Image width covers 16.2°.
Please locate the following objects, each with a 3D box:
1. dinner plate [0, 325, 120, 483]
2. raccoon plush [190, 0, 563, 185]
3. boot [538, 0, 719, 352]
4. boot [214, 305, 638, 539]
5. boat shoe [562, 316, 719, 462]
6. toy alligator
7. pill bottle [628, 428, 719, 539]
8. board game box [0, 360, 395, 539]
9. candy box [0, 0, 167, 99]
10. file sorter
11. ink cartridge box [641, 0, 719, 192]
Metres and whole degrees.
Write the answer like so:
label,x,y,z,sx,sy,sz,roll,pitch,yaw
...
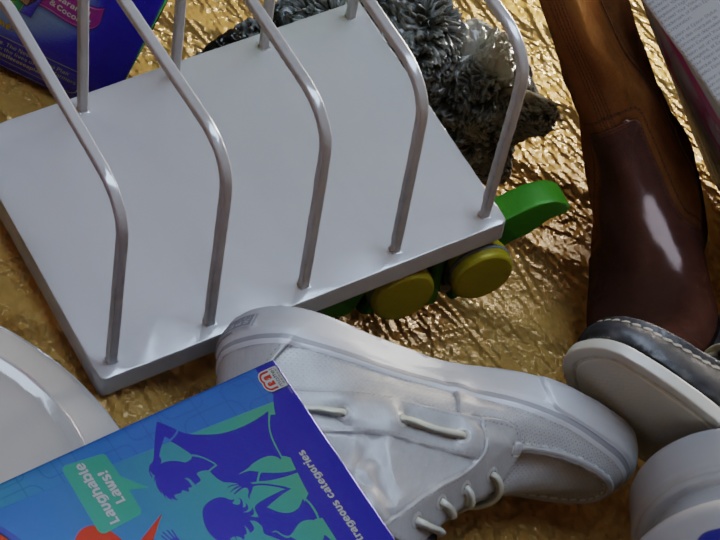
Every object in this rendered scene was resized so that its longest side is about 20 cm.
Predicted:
label,x,y,z,sx,sy,sz,roll,pitch,yaw
dinner plate,-0.165,0.077,0.965,0.199,0.024,0.201,19,39,-16
raccoon plush,-0.001,-0.072,1.224,0.200,0.097,0.134,-38,88,-21
boot,0.121,-0.065,1.185,0.068,0.201,0.189,-7,31,22
boot,0.027,0.089,1.063,0.199,0.074,0.096,17,56,-20
boat shoe,0.170,0.067,1.129,0.199,0.074,0.061,34,66,-27
toy alligator,0.000,0.000,1.142,0.199,0.054,0.060,-14,54,-19
pill bottle,0.160,0.164,1.027,0.111,0.112,0.201,18,40,-18
board game box,-0.072,0.135,0.912,0.199,0.045,0.153,-24,71,-37
candy box,-0.142,-0.194,1.129,0.168,0.200,0.077,26,38,-9
file sorter,-0.049,-0.068,1.070,0.199,0.125,0.139,-21,60,-21
ink cartridge box,0.193,-0.066,1.265,0.201,0.043,0.197,59,2,32
